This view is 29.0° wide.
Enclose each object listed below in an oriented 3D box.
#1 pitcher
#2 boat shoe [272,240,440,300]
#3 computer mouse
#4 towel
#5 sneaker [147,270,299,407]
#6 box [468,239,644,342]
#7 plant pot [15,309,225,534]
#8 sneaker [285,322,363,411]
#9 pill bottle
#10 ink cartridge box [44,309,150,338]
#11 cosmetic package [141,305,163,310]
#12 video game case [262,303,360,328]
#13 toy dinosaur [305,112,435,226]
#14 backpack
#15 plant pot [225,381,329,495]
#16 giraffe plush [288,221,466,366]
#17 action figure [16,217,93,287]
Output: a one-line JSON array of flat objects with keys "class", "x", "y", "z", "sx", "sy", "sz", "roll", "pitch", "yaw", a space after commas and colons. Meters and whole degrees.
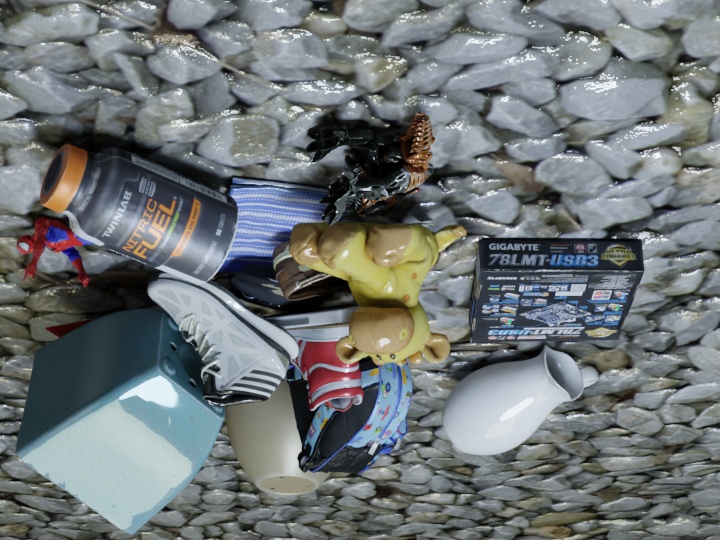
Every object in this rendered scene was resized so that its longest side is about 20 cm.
[{"class": "pitcher", "x": 0.231, "y": 0.185, "z": 1.982, "sx": 0.200, "sy": 0.122, "sz": 0.171, "roll": -33, "pitch": 155, "yaw": 29}, {"class": "boat shoe", "x": 0.000, "y": 0.003, "z": 1.644, "sx": 0.202, "sy": 0.075, "sz": 0.075, "roll": -7, "pitch": 153, "yaw": -6}, {"class": "computer mouse", "x": -0.124, "y": 0.037, "z": 1.718, "sx": 0.199, "sy": 0.046, "sz": 0.141, "roll": 3, "pitch": 154, "yaw": -11}, {"class": "towel", "x": -0.099, "y": -0.043, "z": 1.635, "sx": 0.144, "sy": 0.024, "sz": 0.200, "roll": 6, "pitch": 152, "yaw": -12}, {"class": "sneaker", "x": -0.179, "y": 0.087, "z": 1.648, "sx": 0.200, "sy": 0.116, "sz": 0.076, "roll": 30, "pitch": 147, "yaw": -5}, {"class": "box", "x": 0.240, "y": 0.029, "z": 1.739, "sx": 0.199, "sy": 0.050, "sz": 0.199, "roll": 0, "pitch": 153, "yaw": 1}, {"class": "plant pot", "x": -0.274, "y": 0.163, "z": 1.719, "sx": 0.200, "sy": 0.196, "sz": 0.196, "roll": -35, "pitch": 122, "yaw": 21}, {"class": "sneaker", "x": -0.055, "y": 0.124, "z": 1.779, "sx": 0.071, "sy": 0.113, "sz": 0.200, "roll": -6, "pitch": 179, "yaw": -23}, {"class": "pill bottle", "x": -0.240, "y": -0.066, "z": 1.496, "sx": 0.200, "sy": 0.107, "sz": 0.106, "roll": 23, "pitch": 145, "yaw": -26}, {"class": "ink cartridge box", "x": -0.298, "y": 0.124, "z": 1.824, "sx": 0.160, "sy": 0.047, "sz": 0.200, "roll": -9, "pitch": 149, "yaw": 18}, {"class": "cosmetic package", "x": -0.264, "y": 0.105, "z": 1.888, "sx": 0.199, "sy": 0.052, "sz": 0.151, "roll": -13, "pitch": 146, "yaw": 24}, {"class": "video game case", "x": -0.048, "y": 0.056, "z": 1.723, "sx": 0.200, "sy": 0.018, "sz": 0.143, "roll": -8, "pitch": 180, "yaw": 42}, {"class": "toy dinosaur", "x": 0.022, "y": -0.114, "z": 1.459, "sx": 0.135, "sy": 0.102, "sz": 0.200, "roll": -4, "pitch": 137, "yaw": -24}, {"class": "backpack", "x": -0.002, "y": 0.159, "z": 1.869, "sx": 0.134, "sy": 0.183, "sz": 0.200, "roll": 9, "pitch": 140, "yaw": -33}, {"class": "plant pot", "x": -0.108, "y": 0.261, "z": 2.096, "sx": 0.200, "sy": 0.135, "sz": 0.200, "roll": 0, "pitch": 153, "yaw": 0}, {"class": "giraffe plush", "x": 0.023, "y": 0.028, "z": 1.551, "sx": 0.172, "sy": 0.163, "sz": 0.200, "roll": 3, "pitch": -176, "yaw": 43}, {"class": "action figure", "x": -0.312, "y": -0.022, "z": 1.606, "sx": 0.199, "sy": 0.099, "sz": 0.065, "roll": -6, "pitch": 150, "yaw": 18}]
